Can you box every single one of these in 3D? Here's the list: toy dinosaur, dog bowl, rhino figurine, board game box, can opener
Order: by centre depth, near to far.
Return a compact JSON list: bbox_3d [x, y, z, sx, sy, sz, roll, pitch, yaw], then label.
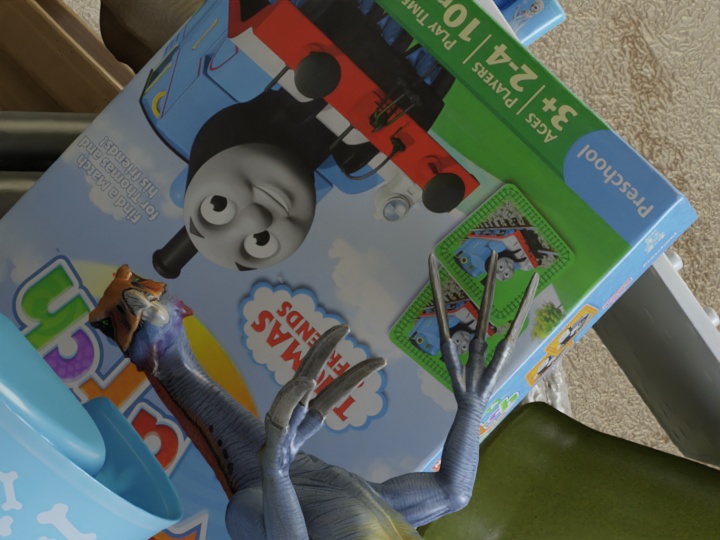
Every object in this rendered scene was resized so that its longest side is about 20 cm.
[{"bbox_3d":[-0.013,0.077,0.583,0.181,0.201,0.105,19,-6,38],"label":"toy dinosaur"},{"bbox_3d":[-0.128,0.011,0.583,0.200,0.050,0.111,45,2,28],"label":"dog bowl"},{"bbox_3d":[-0.023,0.003,0.675,0.151,0.200,0.037,44,4,17],"label":"board game box"},{"bbox_3d":[0.085,-0.019,0.792,0.201,0.026,0.200,55,-4,0],"label":"board game box"},{"bbox_3d":[-0.120,-0.032,0.942,0.199,0.067,0.054,-2,67,-49],"label":"can opener"},{"bbox_3d":[-0.059,-0.085,1.091,0.087,0.060,0.200,12,28,-49],"label":"rhino figurine"}]

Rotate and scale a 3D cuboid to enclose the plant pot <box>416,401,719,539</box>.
[{"bbox_3d":[0.102,0.147,0.758,0.192,0.201,0.200,33,-1,15],"label":"plant pot"}]

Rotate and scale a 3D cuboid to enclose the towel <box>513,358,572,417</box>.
[{"bbox_3d":[0.062,0.085,1.127,0.132,0.034,0.201,13,-63,53],"label":"towel"}]

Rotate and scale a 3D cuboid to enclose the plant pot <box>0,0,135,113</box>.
[{"bbox_3d":[-0.151,-0.069,1.102,0.201,0.093,0.201,43,3,-2],"label":"plant pot"}]
